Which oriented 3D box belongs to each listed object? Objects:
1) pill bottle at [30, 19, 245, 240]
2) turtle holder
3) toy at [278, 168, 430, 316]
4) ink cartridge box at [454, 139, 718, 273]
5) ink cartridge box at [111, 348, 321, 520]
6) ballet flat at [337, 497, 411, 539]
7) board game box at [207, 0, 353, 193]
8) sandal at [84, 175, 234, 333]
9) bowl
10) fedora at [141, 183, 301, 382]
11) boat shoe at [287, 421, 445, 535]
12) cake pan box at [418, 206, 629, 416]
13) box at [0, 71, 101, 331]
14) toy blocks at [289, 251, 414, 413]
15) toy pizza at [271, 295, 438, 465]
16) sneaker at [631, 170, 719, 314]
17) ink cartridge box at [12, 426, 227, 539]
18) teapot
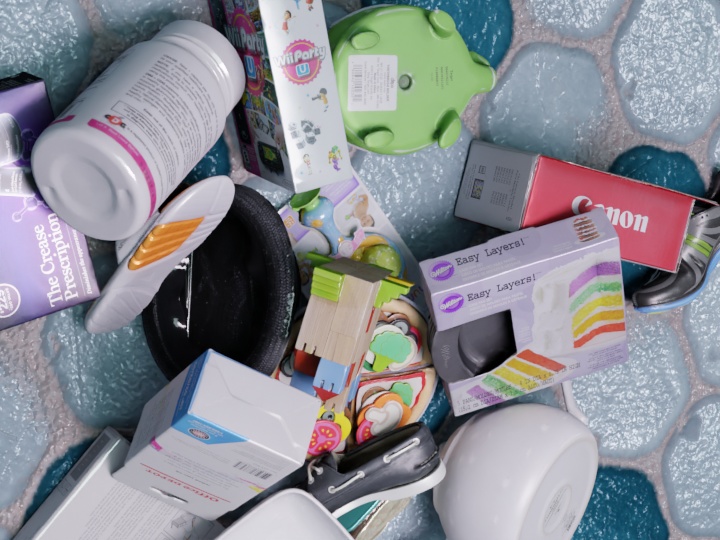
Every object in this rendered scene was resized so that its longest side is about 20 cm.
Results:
[{"bbox_3d":[-0.186,-0.127,1.435,0.114,0.113,0.200,59,42,-23],"label":"pill bottle"},{"bbox_3d":[0.036,-0.190,1.562,0.185,0.131,0.142,-34,112,-17],"label":"turtle holder"},{"bbox_3d":[0.000,0.000,1.631,0.115,0.047,0.201,-42,115,-11],"label":"toy"},{"bbox_3d":[0.225,-0.061,1.655,0.198,0.175,0.085,12,94,-27],"label":"ink cartridge box"},{"bbox_3d":[-0.133,0.152,1.487,0.114,0.200,0.068,27,58,-17],"label":"ink cartridge box"},{"bbox_3d":[-0.022,0.278,1.671,0.200,0.067,0.063,-41,137,-11],"label":"ballet flat"},{"bbox_3d":[-0.076,-0.183,1.500,0.064,0.147,0.202,-16,107,-20],"label":"board game box"},{"bbox_3d":[-0.197,-0.026,1.492,0.207,0.059,0.079,-47,157,26],"label":"sandal"},{"bbox_3d":[-0.079,0.324,1.569,0.200,0.075,0.200,-40,99,-8],"label":"bowl"},{"bbox_3d":[-0.112,0.021,1.538,0.091,0.199,0.203,1,102,-56],"label":"fedora"},{"bbox_3d":[-0.017,0.203,1.631,0.198,0.076,0.061,-21,108,0],"label":"boat shoe"},{"bbox_3d":[0.158,0.043,1.616,0.198,0.053,0.185,-16,133,-4],"label":"cake pan box"},{"bbox_3d":[-0.323,-0.055,1.446,0.140,0.079,0.202,-19,108,-19],"label":"box"},{"bbox_3d":[-0.022,0.064,1.502,0.099,0.200,0.138,18,95,6],"label":"toy blocks"},{"bbox_3d":[-0.009,0.111,1.631,0.198,0.032,0.202,-10,119,-19],"label":"toy pizza"},{"bbox_3d":[0.353,-0.031,1.790,0.200,0.071,0.083,-47,111,-16],"label":"sneaker"},{"bbox_3d":[-0.237,0.280,1.574,0.176,0.045,0.200,44,81,-26],"label":"ink cartridge box"},{"bbox_3d":[0.143,0.210,1.697,0.199,0.145,0.199,-31,136,-45],"label":"teapot"}]
